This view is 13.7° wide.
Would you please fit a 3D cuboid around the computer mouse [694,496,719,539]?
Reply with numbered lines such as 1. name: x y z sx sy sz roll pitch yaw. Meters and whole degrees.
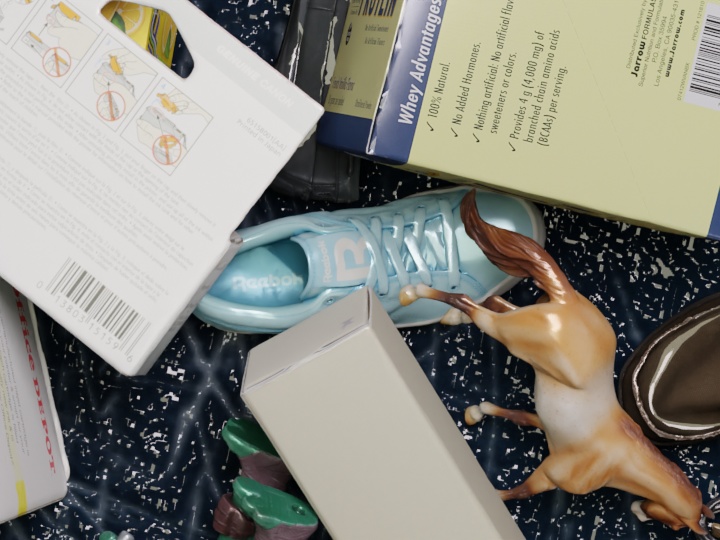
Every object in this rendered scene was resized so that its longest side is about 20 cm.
1. computer mouse: 0.272 0.167 1.592 0.199 0.034 0.059 24 85 13

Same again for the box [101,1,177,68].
1. box: -0.130 -0.168 1.618 0.064 0.070 0.201 9 92 9

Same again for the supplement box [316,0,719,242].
1. supplement box: 0.105 -0.134 1.527 0.199 0.134 0.201 13 92 -13

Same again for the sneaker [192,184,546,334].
1. sneaker: 0.000 0.000 1.597 0.199 0.082 0.074 -14 90 7

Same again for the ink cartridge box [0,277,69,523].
1. ink cartridge box: -0.229 0.067 1.570 0.083 0.200 0.146 -12 89 11

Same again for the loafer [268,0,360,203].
1. loafer: -0.005 -0.135 1.608 0.070 0.068 0.202 14 95 -5

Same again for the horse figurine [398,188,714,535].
1. horse figurine: 0.097 0.057 1.564 0.132 0.050 0.201 3 123 37

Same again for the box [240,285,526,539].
1. box: 0.021 0.116 1.571 0.082 0.068 0.201 -27 106 10

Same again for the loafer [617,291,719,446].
1. loafer: 0.226 0.034 1.572 0.199 0.071 0.073 -25 87 7

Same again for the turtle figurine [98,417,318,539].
1. turtle figurine: -0.090 0.187 1.605 0.201 0.100 0.150 -61 39 19

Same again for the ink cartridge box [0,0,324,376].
1. ink cartridge box: -0.142 -0.073 1.564 0.200 0.044 0.174 38 95 7
